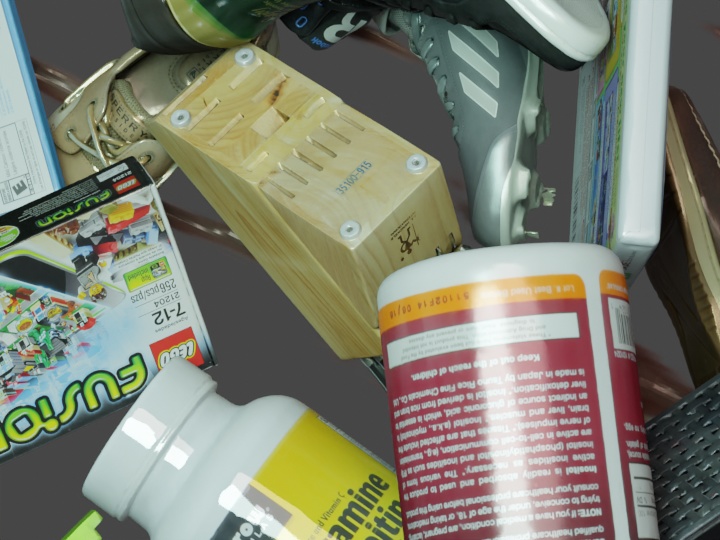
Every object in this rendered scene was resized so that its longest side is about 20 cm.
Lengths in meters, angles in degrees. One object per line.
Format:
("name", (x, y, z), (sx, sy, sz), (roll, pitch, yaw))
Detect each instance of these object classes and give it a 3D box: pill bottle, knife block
("pill bottle", (-0.028, 0.130, 1.368), (0.200, 0.112, 0.112), (35, 76, 4))
("knife block", (0.000, 0.000, 1.410), (0.200, 0.176, 0.064), (33, 66, 32))
("pill bottle", (0.072, 0.095, 1.273), (0.112, 0.113, 0.201), (-5, 80, -6))

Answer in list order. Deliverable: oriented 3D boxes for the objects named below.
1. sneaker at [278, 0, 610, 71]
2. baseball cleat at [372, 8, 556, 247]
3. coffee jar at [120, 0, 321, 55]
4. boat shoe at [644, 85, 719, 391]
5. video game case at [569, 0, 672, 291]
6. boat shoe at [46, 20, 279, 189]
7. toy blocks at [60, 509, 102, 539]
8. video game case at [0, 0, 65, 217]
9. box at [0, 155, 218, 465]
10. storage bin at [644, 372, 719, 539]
("sneaker", (0.026, -0.136, 1.414), (0.200, 0.073, 0.112), (45, 113, 24))
("baseball cleat", (0.049, -0.105, 1.465), (0.106, 0.070, 0.201), (3, 71, 10))
("coffee jar", (-0.027, -0.170, 1.350), (0.199, 0.085, 0.105), (-17, 83, 28))
("boat shoe", (0.190, -0.002, 1.444), (0.072, 0.072, 0.201), (-18, 82, -16))
("video game case", (0.126, -0.086, 1.397), (0.022, 0.182, 0.201), (5, 76, -2))
("boat shoe", (-0.119, -0.069, 1.433), (0.071, 0.065, 0.200), (41, 76, 6))
("toy blocks", (-0.149, 0.231, 1.351), (0.200, 0.100, 0.137), (-45, 94, -10))
("video game case", (-0.254, -0.067, 1.420), (0.199, 0.018, 0.144), (-18, 78, 7))
("box", (-0.176, 0.036, 1.386), (0.199, 0.035, 0.110), (-25, 123, -10))
("storage bin", (0.212, 0.117, 1.370), (0.199, 0.094, 0.136), (-32, 119, -11))
